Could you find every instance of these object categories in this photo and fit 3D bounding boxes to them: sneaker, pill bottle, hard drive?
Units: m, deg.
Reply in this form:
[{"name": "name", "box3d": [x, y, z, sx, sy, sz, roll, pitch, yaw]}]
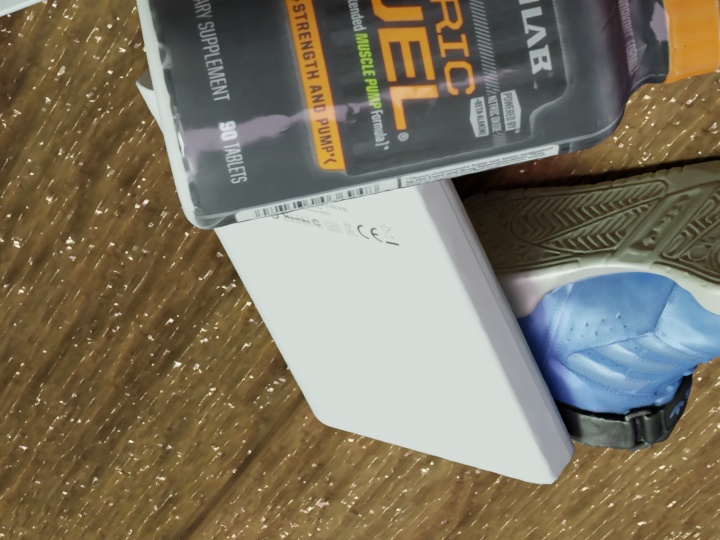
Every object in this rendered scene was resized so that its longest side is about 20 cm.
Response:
[{"name": "sneaker", "box3d": [0.133, 0.020, 1.198, 0.199, 0.077, 0.111, -4, 137, 25]}, {"name": "pill bottle", "box3d": [0.026, -0.085, 1.033, 0.199, 0.107, 0.106, -12, 144, -1]}, {"name": "hard drive", "box3d": [0.000, 0.000, 1.185, 0.131, 0.026, 0.200, 13, 144, 38]}]

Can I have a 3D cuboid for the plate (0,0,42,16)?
[{"name": "plate", "box3d": [-0.128, -0.178, 1.022, 0.199, 0.032, 0.200, -16, 138, 30]}]
